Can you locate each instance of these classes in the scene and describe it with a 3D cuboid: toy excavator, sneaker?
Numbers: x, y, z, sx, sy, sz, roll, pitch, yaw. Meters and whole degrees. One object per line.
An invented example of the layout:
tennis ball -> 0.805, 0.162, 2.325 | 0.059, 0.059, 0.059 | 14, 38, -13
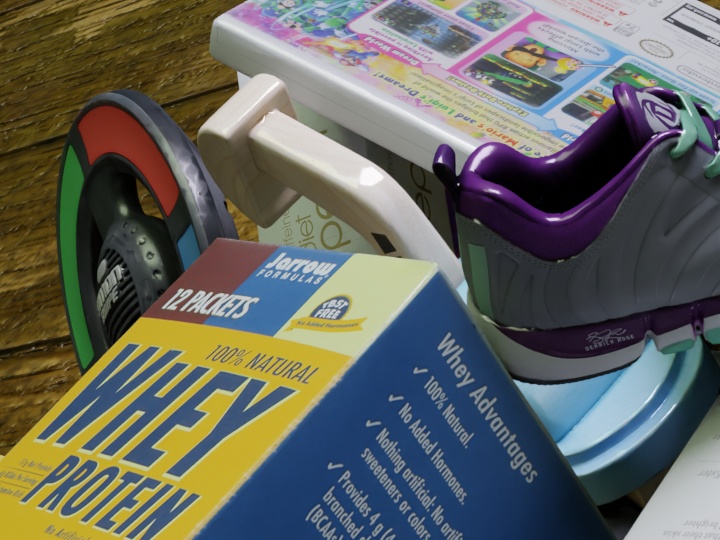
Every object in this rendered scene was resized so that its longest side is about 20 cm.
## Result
toy excavator -> 0.042, 0.013, 0.890 | 0.100, 0.200, 0.194 | -44, 29, -20
sneaker -> 0.124, -0.026, 0.731 | 0.199, 0.088, 0.075 | -17, 37, 5

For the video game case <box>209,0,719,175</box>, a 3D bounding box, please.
video game case -> 0.068, -0.090, 0.969 | 0.199, 0.024, 0.182 | 29, 40, 23

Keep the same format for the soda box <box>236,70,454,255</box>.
soda box -> 0.000, 0.000, 1.003 | 0.063, 0.068, 0.201 | -20, 67, 28

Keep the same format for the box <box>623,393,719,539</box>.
box -> 0.147, 0.118, 0.707 | 0.124, 0.098, 0.200 | -2, 41, 49

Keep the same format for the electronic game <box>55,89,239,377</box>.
electronic game -> -0.103, 0.013, 1.101 | 0.041, 0.201, 0.200 | -11, 15, -26

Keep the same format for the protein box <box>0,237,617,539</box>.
protein box -> -0.026, 0.131, 0.780 | 0.200, 0.199, 0.135 | -47, 29, -24

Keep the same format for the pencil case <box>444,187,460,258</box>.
pencil case -> 0.081, -0.036, 1.070 | 0.199, 0.089, 0.089 | -33, 25, 11

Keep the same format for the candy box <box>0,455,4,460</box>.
candy box -> -0.219, 0.178, 1.097 | 0.200, 0.061, 0.136 | -47, 27, -23
